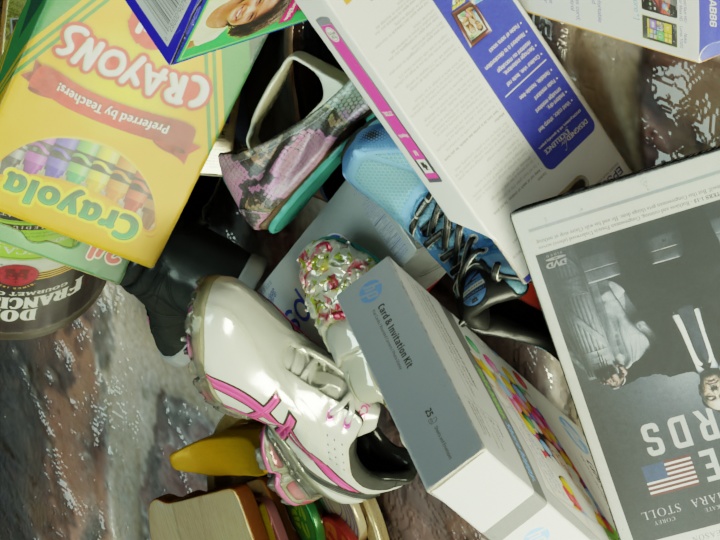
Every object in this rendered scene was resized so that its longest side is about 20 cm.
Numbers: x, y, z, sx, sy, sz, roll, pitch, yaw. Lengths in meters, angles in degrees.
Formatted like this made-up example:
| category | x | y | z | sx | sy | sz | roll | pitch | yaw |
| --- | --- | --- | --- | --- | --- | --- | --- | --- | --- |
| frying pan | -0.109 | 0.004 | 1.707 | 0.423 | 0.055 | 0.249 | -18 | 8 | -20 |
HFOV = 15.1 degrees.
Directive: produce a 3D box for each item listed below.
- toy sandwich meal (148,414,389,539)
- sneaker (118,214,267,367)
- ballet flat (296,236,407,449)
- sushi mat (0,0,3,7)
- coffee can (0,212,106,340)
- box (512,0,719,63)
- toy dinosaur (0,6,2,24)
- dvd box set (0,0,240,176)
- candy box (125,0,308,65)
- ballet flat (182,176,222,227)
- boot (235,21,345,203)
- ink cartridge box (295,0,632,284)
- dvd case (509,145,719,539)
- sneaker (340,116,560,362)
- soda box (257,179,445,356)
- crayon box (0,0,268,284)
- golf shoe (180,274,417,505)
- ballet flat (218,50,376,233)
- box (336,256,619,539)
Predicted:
| category | x | y | z | sx | sy | sz | roll | pitch | yaw |
| --- | --- | --- | --- | --- | --- | --- | --- | --- | --- |
| toy sandwich meal | -0.062 | 0.179 | 1.792 | 0.205 | 0.070 | 0.205 | 28 | 129 | 41 |
| sneaker | -0.126 | 0.002 | 1.727 | 0.099 | 0.071 | 0.200 | 33 | 163 | -6 |
| ballet flat | 0.031 | 0.065 | 1.552 | 0.076 | 0.064 | 0.200 | -23 | 120 | 44 |
| sushi mat | -0.241 | -0.202 | 1.665 | 0.012 | 0.200 | 0.096 | -16 | 100 | 29 |
| coffee can | -0.224 | -0.064 | 1.772 | 0.146 | 0.146 | 0.200 | 54 | 154 | 18 |
| box | 0.128 | -0.182 | 1.384 | 0.200 | 0.041 | 0.119 | 22 | 125 | 42 |
| toy dinosaur | -0.252 | -0.190 | 1.591 | 0.058 | 0.101 | 0.200 | -20 | 122 | 14 |
| dvd box set | -0.135 | -0.156 | 1.576 | 0.029 | 0.146 | 0.200 | -117 | 33 | -64 |
| candy box | -0.057 | -0.219 | 1.462 | 0.169 | 0.200 | 0.077 | 56 | 145 | 17 |
| ballet flat | -0.106 | -0.072 | 1.701 | 0.200 | 0.067 | 0.046 | 110 | 142 | -58 |
| boot | -0.044 | -0.138 | 1.596 | 0.097 | 0.075 | 0.200 | 24 | 128 | 40 |
| ink cartridge box | 0.056 | -0.098 | 1.423 | 0.200 | 0.095 | 0.037 | 53 | 156 | -16 |
| dvd case | 0.177 | 0.042 | 1.391 | 0.150 | 0.025 | 0.200 | -17 | 95 | 22 |
| sneaker | 0.071 | -0.014 | 1.461 | 0.200 | 0.090 | 0.078 | 34 | 136 | 11 |
| soda box | 0.000 | 0.000 | 1.618 | 0.063 | 0.068 | 0.200 | 57 | 143 | 13 |
| crayon box | -0.149 | -0.088 | 1.558 | 0.200 | 0.127 | 0.051 | -64 | 21 | 17 |
| golf shoe | -0.034 | 0.066 | 1.591 | 0.092 | 0.073 | 0.200 | -5 | 142 | 26 |
| ballet flat | -0.008 | -0.102 | 1.519 | 0.200 | 0.069 | 0.071 | -40 | 89 | 26 |
| box | 0.079 | 0.100 | 1.447 | 0.200 | 0.041 | 0.156 | 43 | -165 | -41 |
